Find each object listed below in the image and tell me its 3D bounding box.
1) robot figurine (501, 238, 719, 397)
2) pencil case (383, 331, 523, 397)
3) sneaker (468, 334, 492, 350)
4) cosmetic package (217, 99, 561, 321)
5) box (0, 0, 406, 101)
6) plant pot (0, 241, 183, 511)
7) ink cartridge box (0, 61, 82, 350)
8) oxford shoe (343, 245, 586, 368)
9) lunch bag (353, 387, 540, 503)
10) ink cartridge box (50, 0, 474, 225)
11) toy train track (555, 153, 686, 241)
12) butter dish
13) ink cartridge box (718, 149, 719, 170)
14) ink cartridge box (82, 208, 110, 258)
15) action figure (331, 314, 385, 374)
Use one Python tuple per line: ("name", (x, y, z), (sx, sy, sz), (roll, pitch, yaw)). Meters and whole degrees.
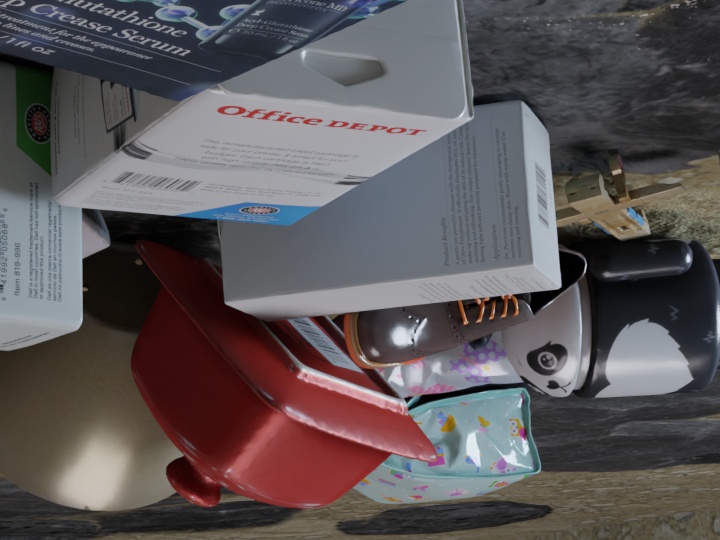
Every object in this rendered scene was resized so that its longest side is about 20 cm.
("robot figurine", (0.210, 0.039, 1.408), (0.199, 0.151, 0.125), (-2, -166, -7))
("pencil case", (0.098, 0.064, 1.574), (0.199, 0.084, 0.091), (-9, 167, 24))
("sneaker", (0.029, 0.018, 1.377), (0.199, 0.082, 0.074), (4, 164, -26))
("cosmetic package", (0.017, -0.034, 1.116), (0.199, 0.108, 0.085), (-6, 168, 17))
("box", (-0.060, -0.150, 0.636), (0.148, 0.108, 0.199), (11, 159, -43))
("plant pot", (-0.189, 0.058, 1.333), (0.199, 0.201, 0.135), (3, 135, -23))
("ink cartridge box", (-0.251, -0.043, 0.945), (0.199, 0.148, 0.083), (11, 162, -40))
("oxford shoe", (0.071, 0.015, 1.206), (0.199, 0.072, 0.072), (-24, -167, -41))
("lunch bag", (0.082, 0.203, 2.055), (0.199, 0.123, 0.170), (-5, 168, -15))
("ink cartridge box", (-0.056, -0.090, 0.917), (0.146, 0.086, 0.200), (4, 163, -29))
("toy train track", (0.173, -0.050, 1.255), (0.114, 0.033, 0.200), (-15, 169, 16))
("butter dish", (-0.080, 0.098, 1.238), (0.199, 0.200, 0.148), (22, 108, -51))
("ink cartridge box", (0.370, -0.075, 1.166), (0.199, 0.041, 0.199), (10, 161, -42))
("ink cartridge box", (-0.275, -0.011, 1.138), (0.199, 0.057, 0.163), (-30, 164, 2))
("action figure", (-0.053, 0.079, 1.440), (0.148, 0.135, 0.200), (26, 151, -30))
